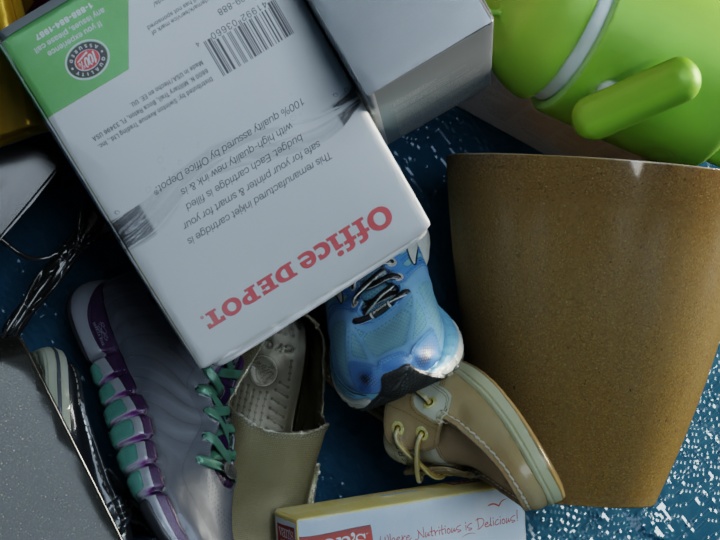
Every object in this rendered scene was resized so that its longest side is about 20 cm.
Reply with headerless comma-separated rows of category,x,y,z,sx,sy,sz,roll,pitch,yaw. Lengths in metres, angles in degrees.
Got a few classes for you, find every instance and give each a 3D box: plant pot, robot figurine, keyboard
plant pot,0.137,0.037,1.322,0.186,0.186,0.201,4,89,-22
robot figurine,0.158,-0.133,1.305,0.200,0.116,0.176,24,40,-14
keyboard,-0.210,-0.025,1.238,0.127,0.021,0.200,40,83,-2
plant pot,-0.214,0.136,1.101,0.177,0.200,0.200,-26,87,-11

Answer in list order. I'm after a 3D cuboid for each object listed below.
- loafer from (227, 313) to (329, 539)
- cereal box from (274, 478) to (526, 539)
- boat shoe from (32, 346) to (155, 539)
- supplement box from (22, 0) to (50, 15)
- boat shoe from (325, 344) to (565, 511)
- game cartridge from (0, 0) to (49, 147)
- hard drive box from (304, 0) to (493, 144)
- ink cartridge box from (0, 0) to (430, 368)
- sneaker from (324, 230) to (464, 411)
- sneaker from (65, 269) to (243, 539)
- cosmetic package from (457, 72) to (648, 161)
loafer,-0.060,0.107,1.268,0.076,0.067,0.201,7,74,-21
cereal box,0.029,0.224,1.262,0.144,0.040,0.201,-6,95,-24
boat shoe,-0.149,0.140,1.222,0.062,0.075,0.201,-9,85,-30
supplement box,-0.113,-0.119,1.281,0.200,0.110,0.086,44,65,-7
boat shoe,0.043,0.086,1.268,0.066,0.200,0.074,-35,126,-11
game cartridge,-0.275,-0.146,1.214,0.176,0.032,0.201,-17,83,9
hard drive box,0.002,-0.163,1.193,0.077,0.200,0.156,-30,84,0
ink cartridge box,-0.078,-0.072,1.162,0.146,0.084,0.200,-31,103,-6
sneaker,0.000,0.000,1.262,0.078,0.200,0.090,-24,126,6
sneaker,-0.092,0.075,1.218,0.087,0.074,0.200,-28,64,5
cosmetic package,0.097,-0.127,1.389,0.200,0.083,0.051,28,65,-15
